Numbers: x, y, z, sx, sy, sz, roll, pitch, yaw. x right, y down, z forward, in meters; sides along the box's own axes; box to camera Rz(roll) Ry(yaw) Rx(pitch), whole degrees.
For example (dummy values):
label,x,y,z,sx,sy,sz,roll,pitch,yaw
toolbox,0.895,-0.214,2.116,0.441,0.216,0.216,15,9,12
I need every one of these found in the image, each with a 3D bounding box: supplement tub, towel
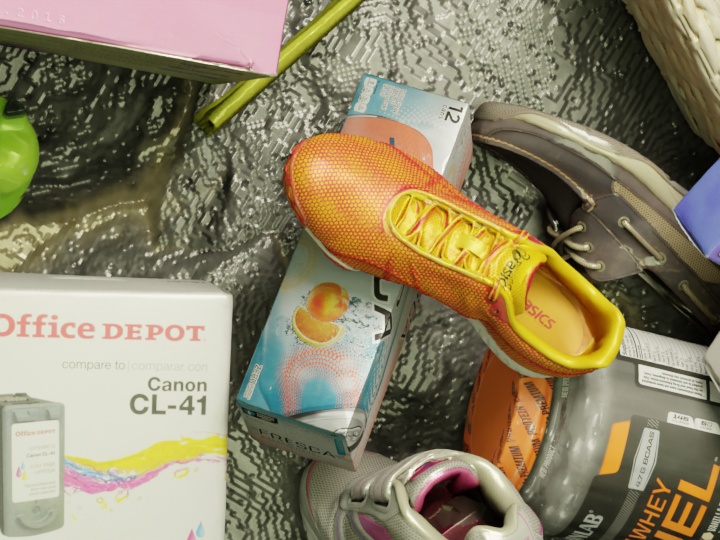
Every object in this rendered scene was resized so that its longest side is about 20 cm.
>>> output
label,x,y,z,sx,sy,sz,roll,pitch,yaw
supplement tub,0.164,0.098,1.357,0.199,0.123,0.123,13,91,-12
towel,-0.011,-0.145,1.323,0.200,0.086,0.018,-42,93,-6

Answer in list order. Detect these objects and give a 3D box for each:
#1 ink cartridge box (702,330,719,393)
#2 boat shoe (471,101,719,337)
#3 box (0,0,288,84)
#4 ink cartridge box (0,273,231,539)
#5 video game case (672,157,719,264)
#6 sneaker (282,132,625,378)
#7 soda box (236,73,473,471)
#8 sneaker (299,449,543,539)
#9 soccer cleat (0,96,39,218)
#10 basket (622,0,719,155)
label,x,y,z,sx,sy,sz,roll,pitch,yaw
ink cartridge box,0.304,0.029,1.290,0.199,0.086,0.148,8,125,-33
boat shoe,0.143,-0.026,1.370,0.200,0.074,0.073,29,87,-11
box,-0.134,-0.157,1.239,0.175,0.200,0.097,9,91,-11
ink cartridge box,-0.147,0.106,1.305,0.147,0.086,0.201,1,95,-11
video game case,0.291,-0.063,1.293,0.181,0.046,0.200,23,116,-41
sneaker,0.052,-0.014,1.245,0.200,0.077,0.073,29,71,-17
soda box,0.000,0.000,1.309,0.063,0.068,0.201,16,71,11
sneaker,0.038,0.129,1.300,0.081,0.200,0.088,-29,123,-31
soccer cleat,-0.258,-0.094,1.287,0.200,0.081,0.068,33,55,6
basket,0.210,-0.164,1.329,0.123,0.136,0.200,-32,113,-2
